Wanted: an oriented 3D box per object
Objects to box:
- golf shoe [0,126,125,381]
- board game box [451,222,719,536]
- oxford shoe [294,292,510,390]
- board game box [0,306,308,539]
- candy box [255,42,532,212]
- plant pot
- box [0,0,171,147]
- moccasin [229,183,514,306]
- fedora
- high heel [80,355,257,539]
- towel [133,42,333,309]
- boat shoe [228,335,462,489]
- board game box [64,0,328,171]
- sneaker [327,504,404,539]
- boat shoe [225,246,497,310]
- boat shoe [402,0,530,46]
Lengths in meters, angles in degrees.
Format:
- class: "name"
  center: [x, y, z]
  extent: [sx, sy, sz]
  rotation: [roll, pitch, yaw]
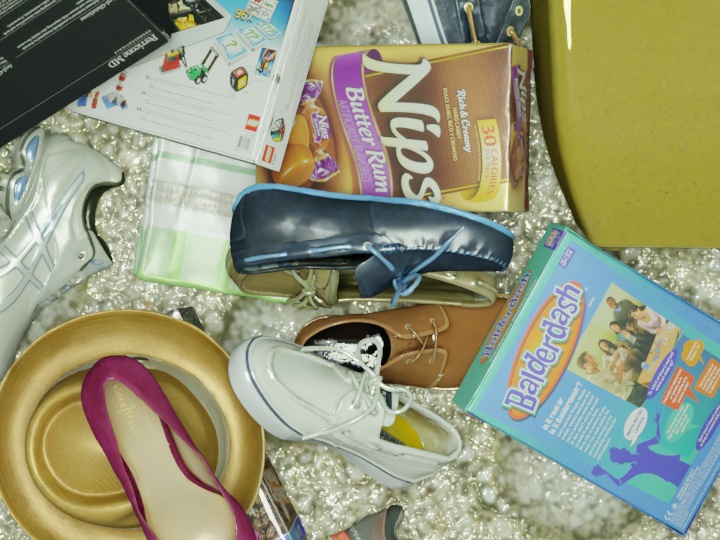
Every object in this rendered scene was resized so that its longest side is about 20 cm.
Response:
- class: "golf shoe"
  center: [-0.238, -0.002, 1.265]
  extent: [0.096, 0.078, 0.202]
  rotation: [16, 92, -4]
- class: "board game box"
  center: [0.189, 0.080, 1.237]
  extent: [0.199, 0.045, 0.153]
  rotation: [30, 91, -13]
- class: "oxford shoe"
  center: [0.047, 0.057, 1.253]
  extent: [0.197, 0.071, 0.072]
  rotation: [-8, 88, 1]
- class: "board game box"
  center: [-0.154, 0.152, 1.247]
  extent: [0.158, 0.097, 0.202]
  rotation: [-27, 89, 2]
- class: "candy box"
  center: [0.022, -0.102, 1.205]
  extent: [0.198, 0.056, 0.118]
  rotation: [2, 92, 22]
- class: "plant pot"
  center: [0.216, -0.120, 1.191]
  extent: [0.193, 0.194, 0.203]
  rotation: [2, 99, 1]
- class: "box"
  center: [-0.255, -0.180, 1.198]
  extent: [0.199, 0.141, 0.079]
  rotation: [-28, 44, 21]
- class: "moccasin"
  center: [0.007, -0.010, 1.171]
  extent: [0.197, 0.081, 0.069]
  rotation: [6, 72, 10]
- class: "fedora"
  center: [-0.165, 0.121, 1.157]
  extent: [0.198, 0.082, 0.204]
  rotation: [0, 90, 2]
- class: "high heel"
  center: [-0.119, 0.146, 1.068]
  extent: [0.067, 0.096, 0.201]
  rotation: [-34, 94, -5]
- class: "towel"
  center: [-0.089, -0.081, 1.279]
  extent: [0.147, 0.031, 0.203]
  rotation: [9, 90, 3]
- class: "boat shoe"
  center: [0.001, 0.095, 1.198]
  extent: [0.086, 0.075, 0.201]
  rotation: [-26, 133, 35]
- class: "board game box"
  center: [-0.124, -0.156, 1.228]
  extent: [0.198, 0.034, 0.128]
  rotation: [18, 91, 36]
- class: "sneaker"
  center: [0.059, 0.263, 1.251]
  extent: [0.082, 0.077, 0.201]
  rotation: [-36, 89, -4]
- class: "boat shoe"
  center: [0.001, 0.001, 1.232]
  extent: [0.198, 0.073, 0.064]
  rotation: [-2, 59, -7]
- class: "boat shoe"
  center: [0.093, -0.161, 1.250]
  extent: [0.090, 0.071, 0.203]
  rotation: [-19, 89, 2]
